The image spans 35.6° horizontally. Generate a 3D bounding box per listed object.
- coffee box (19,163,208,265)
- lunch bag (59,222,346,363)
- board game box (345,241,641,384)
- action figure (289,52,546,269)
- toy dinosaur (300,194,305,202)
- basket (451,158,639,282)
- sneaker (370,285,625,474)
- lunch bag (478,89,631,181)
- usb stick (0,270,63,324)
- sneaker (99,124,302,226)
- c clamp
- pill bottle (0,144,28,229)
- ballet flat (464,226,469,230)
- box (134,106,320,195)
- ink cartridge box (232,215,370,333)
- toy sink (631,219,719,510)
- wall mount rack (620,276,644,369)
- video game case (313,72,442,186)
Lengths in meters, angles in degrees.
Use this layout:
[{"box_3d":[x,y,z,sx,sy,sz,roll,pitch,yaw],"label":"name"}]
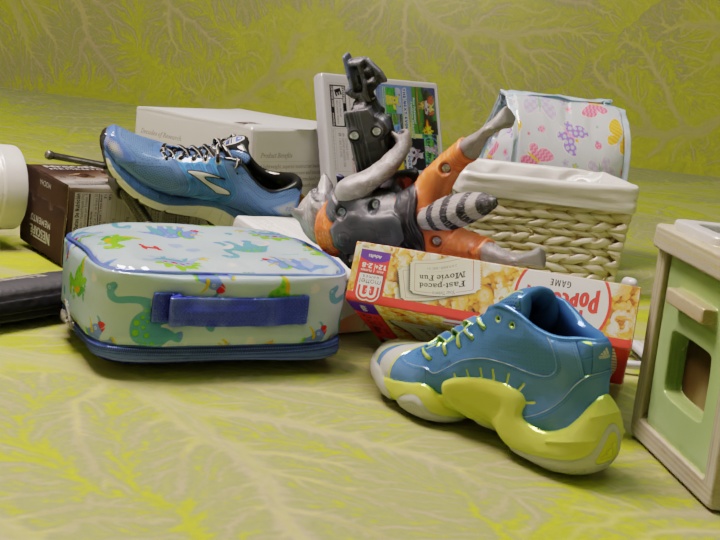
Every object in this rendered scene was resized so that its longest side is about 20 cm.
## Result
[{"box_3d":[-0.231,-0.059,1.143,0.199,0.081,0.113,-2,17,-37],"label":"coffee box"},{"box_3d":[-0.119,0.017,0.839,0.198,0.083,0.160,0,12,-28],"label":"lunch bag"},{"box_3d":[0.101,0.034,0.829,0.198,0.047,0.152,9,-13,14],"label":"board game box"},{"box_3d":[0.028,-0.067,0.856,0.192,0.202,0.105,-11,18,31],"label":"action figure"},{"box_3d":[-0.033,-0.043,1.286,0.106,0.061,0.200,37,28,18],"label":"toy dinosaur"},{"box_3d":[0.185,-0.050,1.228,0.198,0.125,0.136,4,12,-6],"label":"basket"},{"box_3d":[0.088,0.052,0.726,0.199,0.106,0.075,18,18,42],"label":"sneaker"},{"box_3d":[0.233,-0.115,1.378,0.168,0.202,0.127,2,13,-18],"label":"lunch bag"},{"box_3d":[-0.264,0.021,0.863,0.055,0.033,0.199,15,15,33],"label":"usb stick"},{"box_3d":[-0.143,-0.097,1.036,0.199,0.090,0.079,19,29,-25],"label":"sneaker"},{"box_3d":[-0.177,-0.039,1.035,0.170,0.027,0.200,-3,43,-48],"label":"c clamp"},{"box_3d":[-0.423,-0.079,1.056,0.199,0.114,0.112,-2,14,-38],"label":"pill bottle"},{"box_3d":[0.054,-0.043,1.012,0.067,0.069,0.200,7,20,-32],"label":"ballet flat"},{"box_3d":[-0.149,-0.129,1.404,0.199,0.132,0.198,14,14,33],"label":"box"},{"box_3d":[0.000,0.000,1.030,0.199,0.051,0.162,3,22,-46],"label":"ink cartridge box"},{"box_3d":[0.247,0.030,0.688,0.111,0.202,0.130,5,12,-9],"label":"toy sink"},{"box_3d":[0.292,0.053,0.913,0.198,0.075,0.174,4,13,-7],"label":"wall mount rack"},{"box_3d":[0.028,-0.138,1.391,0.181,0.202,0.022,-1,-5,-34],"label":"video game case"}]
